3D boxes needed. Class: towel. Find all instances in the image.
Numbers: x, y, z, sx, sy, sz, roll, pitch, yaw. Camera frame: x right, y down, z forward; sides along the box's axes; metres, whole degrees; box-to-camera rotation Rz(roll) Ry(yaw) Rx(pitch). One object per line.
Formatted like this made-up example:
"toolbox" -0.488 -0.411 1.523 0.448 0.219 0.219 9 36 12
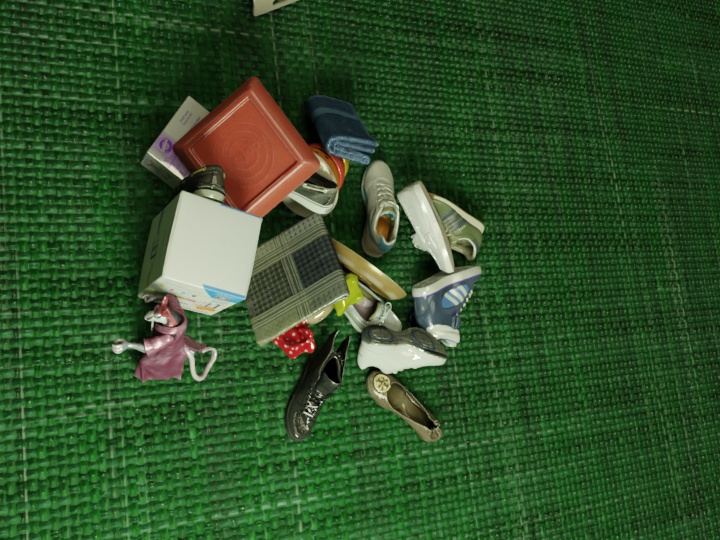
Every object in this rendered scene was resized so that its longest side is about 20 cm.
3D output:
"towel" -0.041 -0.288 1.528 0.109 0.049 0.202 10 34 -26
"towel" -0.127 0.015 1.389 0.197 0.035 0.195 -28 59 9

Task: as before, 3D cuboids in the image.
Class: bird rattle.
"bird rattle" -0.097 0.057 1.444 0.164 0.199 0.112 56 14 28

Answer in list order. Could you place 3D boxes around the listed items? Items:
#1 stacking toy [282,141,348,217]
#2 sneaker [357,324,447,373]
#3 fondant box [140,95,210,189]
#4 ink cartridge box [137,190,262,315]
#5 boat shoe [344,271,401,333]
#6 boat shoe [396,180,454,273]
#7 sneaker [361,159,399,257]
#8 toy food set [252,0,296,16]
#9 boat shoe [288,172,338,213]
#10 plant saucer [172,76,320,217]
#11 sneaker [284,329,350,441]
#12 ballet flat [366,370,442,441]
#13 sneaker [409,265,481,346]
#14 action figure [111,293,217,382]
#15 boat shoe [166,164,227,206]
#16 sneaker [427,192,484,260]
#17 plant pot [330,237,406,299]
"stacking toy" -0.072 -0.211 1.532 0.147 0.145 0.201 49 43 -10
"sneaker" 0.080 0.163 1.526 0.196 0.088 0.075 11 32 -21
"fondant box" -0.284 -0.199 1.431 0.199 0.058 0.146 37 63 -15
"ink cartridge box" -0.278 -0.021 1.309 0.144 0.199 0.148 16 73 -24
"boat shoe" 0.008 0.070 1.523 0.201 0.064 0.075 42 62 -14
"boat shoe" 0.134 -0.081 1.596 0.203 0.067 0.072 64 17 -17
"sneaker" 0.047 -0.134 1.585 0.075 0.080 0.205 6 74 -25
"toy food set" -0.212 -0.631 1.582 0.142 0.060 0.202 -31 86 -30
"boat shoe" -0.130 -0.179 1.410 0.197 0.064 0.071 26 44 3
"plant saucer" -0.203 -0.202 1.354 0.198 0.037 0.201 -38 93 5
"sneaker" -0.077 0.213 1.419 0.059 0.104 0.204 27 67 -20
"ballet flat" 0.092 0.270 1.532 0.200 0.046 0.068 45 61 -12
"sneaker" 0.191 0.081 1.625 0.197 0.080 0.150 -20 101 -39
"action figure" -0.312 0.117 1.255 0.146 0.201 0.136 23 54 -3
"boat shoe" -0.282 -0.133 1.331 0.070 0.200 0.062 13 77 -31
"sneaker" 0.185 -0.090 1.657 0.197 0.067 0.092 25 62 -25
"plant pot" 0.000 0.000 1.469 0.199 0.200 0.028 37 84 -16
